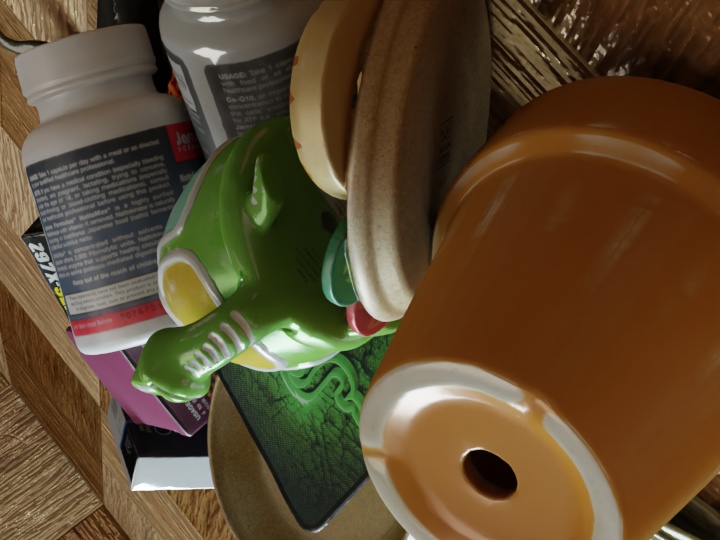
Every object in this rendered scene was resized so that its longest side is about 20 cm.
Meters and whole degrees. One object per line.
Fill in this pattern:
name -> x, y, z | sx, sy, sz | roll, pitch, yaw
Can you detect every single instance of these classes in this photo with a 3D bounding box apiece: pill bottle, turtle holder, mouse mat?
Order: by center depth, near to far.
turtle holder -> -0.051, 0.005, 0.788 | 0.131, 0.186, 0.141 | -25, 139, 37
pill bottle -> -0.061, -0.132, 0.864 | 0.114, 0.114, 0.201 | 33, 150, 41
pill bottle -> -0.159, -0.055, 0.912 | 0.119, 0.119, 0.201 | -5, 102, 65
mouse mat -> -0.030, 0.051, 0.912 | 0.008, 0.161, 0.200 | 16, -149, -47

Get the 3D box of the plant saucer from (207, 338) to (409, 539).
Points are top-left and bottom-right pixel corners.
plant saucer -> -0.026, 0.123, 0.945 | 0.199, 0.035, 0.202 | 2, 93, 41

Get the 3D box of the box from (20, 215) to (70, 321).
box -> -0.191, -0.023, 1.178 | 0.049, 0.200, 0.160 | -6, 123, 27

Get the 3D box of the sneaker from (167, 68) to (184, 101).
sneaker -> -0.126, -0.129, 0.979 | 0.078, 0.111, 0.201 | -115, 5, -55

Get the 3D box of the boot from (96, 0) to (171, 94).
boot -> -0.186, -0.197, 1.106 | 0.200, 0.077, 0.139 | -142, 46, -67

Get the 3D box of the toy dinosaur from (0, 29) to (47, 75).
toy dinosaur -> -0.275, -0.173, 1.316 | 0.102, 0.077, 0.201 | -8, 111, 52

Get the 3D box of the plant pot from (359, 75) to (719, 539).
plant pot -> 0.097, 0.040, 0.621 | 0.199, 0.183, 0.201 | 20, 131, 25

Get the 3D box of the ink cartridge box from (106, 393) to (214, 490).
ink cartridge box -> -0.106, 0.141, 1.152 | 0.100, 0.199, 0.039 | 54, 134, 52

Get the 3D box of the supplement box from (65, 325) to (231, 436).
supplement box -> -0.111, 0.024, 1.070 | 0.103, 0.200, 0.131 | 55, 157, -16

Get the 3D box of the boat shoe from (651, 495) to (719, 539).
boat shoe -> 0.146, 0.131, 0.872 | 0.199, 0.072, 0.062 | 31, 131, 5

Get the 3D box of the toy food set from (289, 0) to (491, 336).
toy food set -> 0.022, -0.067, 0.698 | 0.048, 0.200, 0.199 | 9, 126, 18

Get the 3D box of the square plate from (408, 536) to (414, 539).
square plate -> 0.090, 0.239, 1.126 | 0.199, 0.029, 0.198 | 31, 162, -15
